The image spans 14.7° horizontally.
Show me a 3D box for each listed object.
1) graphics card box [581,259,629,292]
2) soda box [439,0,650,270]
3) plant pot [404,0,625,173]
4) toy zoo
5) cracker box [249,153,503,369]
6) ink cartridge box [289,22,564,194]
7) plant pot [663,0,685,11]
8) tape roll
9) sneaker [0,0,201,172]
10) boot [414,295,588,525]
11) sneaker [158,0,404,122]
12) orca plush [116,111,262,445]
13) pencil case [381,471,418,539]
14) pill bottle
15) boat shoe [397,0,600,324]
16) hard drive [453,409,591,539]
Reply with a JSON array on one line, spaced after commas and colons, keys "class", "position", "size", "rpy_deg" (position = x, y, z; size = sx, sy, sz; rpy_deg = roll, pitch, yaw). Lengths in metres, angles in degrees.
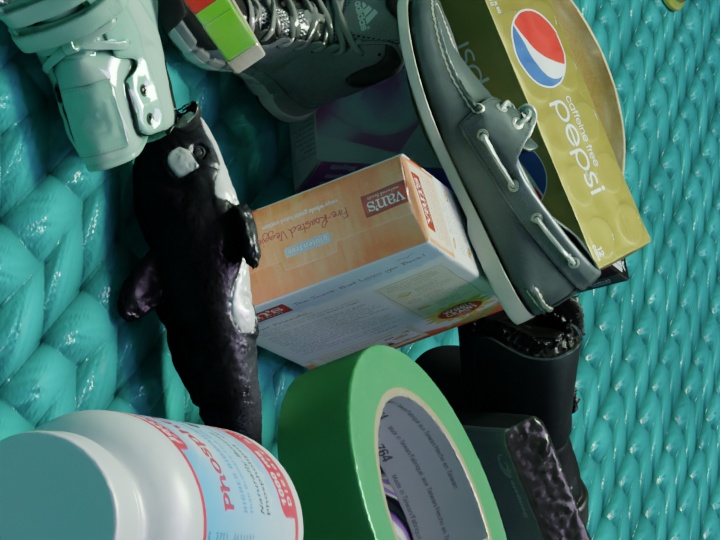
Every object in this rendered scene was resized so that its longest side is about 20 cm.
[{"class": "graphics card box", "position": [0.100, -0.019, 1.943], "size": [0.200, 0.125, 0.051], "rpy_deg": [29, 49, -67]}, {"class": "soda box", "position": [0.097, -0.091, 1.668], "size": [0.068, 0.064, 0.201], "rpy_deg": [-24, 92, -51]}, {"class": "plant pot", "position": [0.092, -0.109, 1.744], "size": [0.199, 0.027, 0.201], "rpy_deg": [23, 57, -40]}, {"class": "toy zoo", "position": [-0.121, -0.205, 1.440], "size": [0.200, 0.020, 0.131], "rpy_deg": [54, 4, -43]}, {"class": "cracker box", "position": [0.000, 0.000, 1.611], "size": [0.200, 0.133, 0.058], "rpy_deg": [30, 41, -70]}, {"class": "ink cartridge box", "position": [0.046, -0.103, 1.782], "size": [0.195, 0.043, 0.202], "rpy_deg": [1, 76, -29]}, {"class": "plant pot", "position": [0.393, -0.381, 2.849], "size": [0.200, 0.189, 0.202], "rpy_deg": [-9, 90, -70]}, {"class": "tape roll", "position": [0.023, 0.143, 1.540], "size": [0.201, 0.048, 0.201], "rpy_deg": [54, 24, -37]}, {"class": "sneaker", "position": [-0.137, -0.113, 1.370], "size": [0.200, 0.073, 0.119], "rpy_deg": [14, 62, -72]}, {"class": "boot", "position": [0.085, 0.056, 1.782], "size": [0.200, 0.076, 0.169], "rpy_deg": [-129, -152, -50]}, {"class": "sneaker", "position": [-0.034, -0.152, 1.620], "size": [0.200, 0.115, 0.076], "rpy_deg": [30, 50, -62]}, {"class": "orca plush", "position": [-0.102, 0.021, 1.485], "size": [0.105, 0.071, 0.202], "rpy_deg": [22, -62, 60]}, {"class": "pencil case", "position": [0.001, 0.169, 1.654], "size": [0.086, 0.084, 0.200], "rpy_deg": [-66, 162, 10]}, {"class": "pill bottle", "position": [-0.108, 0.122, 1.307], "size": [0.200, 0.108, 0.110], "rpy_deg": [19, 64, -69]}, {"class": "boat shoe", "position": [0.078, -0.071, 1.603], "size": [0.073, 0.061, 0.201], "rpy_deg": [-48, 117, -75]}, {"class": "hard drive", "position": [0.083, 0.155, 1.740], "size": [0.200, 0.033, 0.140], "rpy_deg": [-3, -70, 67]}]
